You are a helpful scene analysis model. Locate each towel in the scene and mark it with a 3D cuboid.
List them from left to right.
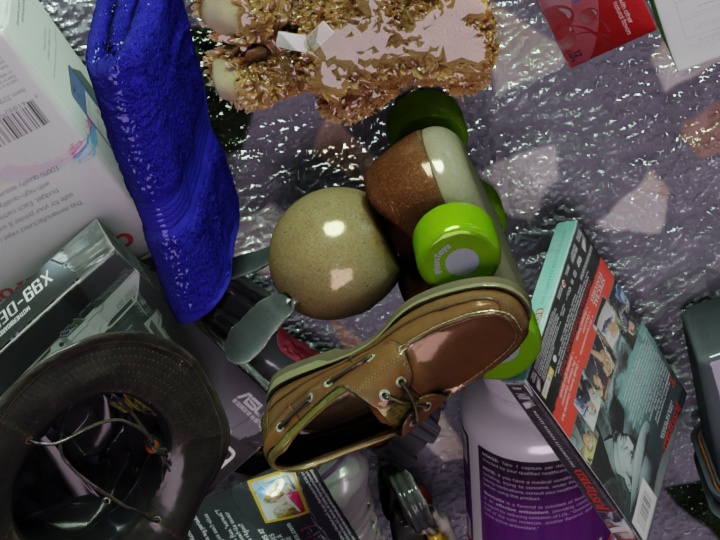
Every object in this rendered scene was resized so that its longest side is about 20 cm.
[{"bbox_3d":[-0.120,-0.085,1.312,0.049,0.148,0.200,-11,126,7],"label":"towel"}]

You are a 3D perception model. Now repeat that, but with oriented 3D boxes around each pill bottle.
[{"bbox_3d":[0.132,0.138,1.538,0.112,0.113,0.200,-6,128,-2],"label":"pill bottle"}]

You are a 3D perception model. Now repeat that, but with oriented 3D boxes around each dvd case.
[{"bbox_3d":[0.170,0.084,1.458,0.022,0.146,0.200,-8,136,35],"label":"dvd case"}]

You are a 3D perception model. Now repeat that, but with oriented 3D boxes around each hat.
[{"bbox_3d":[-0.185,0.121,1.307,0.200,0.081,0.201,-17,119,-33],"label":"hat"}]

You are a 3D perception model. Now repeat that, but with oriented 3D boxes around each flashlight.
[{"bbox_3d":[-0.030,0.068,1.500,0.200,0.068,0.068,36,113,-23],"label":"flashlight"}]

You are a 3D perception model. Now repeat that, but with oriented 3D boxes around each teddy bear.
[{"bbox_3d":[-0.011,-0.156,1.336,0.200,0.067,0.145,-17,118,15],"label":"teddy bear"}]

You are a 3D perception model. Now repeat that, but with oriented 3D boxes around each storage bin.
[{"bbox_3d":[0.331,0.082,1.512,0.200,0.146,0.134,-18,117,7],"label":"storage bin"}]

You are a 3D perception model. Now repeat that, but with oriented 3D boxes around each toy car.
[{"bbox_3d":[0.000,0.000,1.380,0.200,0.164,0.158,-21,127,8],"label":"toy car"}]

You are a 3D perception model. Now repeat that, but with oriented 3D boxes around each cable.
[{"bbox_3d":[0.044,0.170,1.538,0.050,0.097,0.200,-19,157,-7],"label":"cable"}]

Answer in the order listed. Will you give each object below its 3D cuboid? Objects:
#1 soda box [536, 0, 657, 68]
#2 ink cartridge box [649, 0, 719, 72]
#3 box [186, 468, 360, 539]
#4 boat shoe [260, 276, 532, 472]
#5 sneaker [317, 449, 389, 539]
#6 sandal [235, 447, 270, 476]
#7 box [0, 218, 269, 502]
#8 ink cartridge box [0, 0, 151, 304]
[{"bbox_3d":[0.116,-0.228,1.281,0.063,0.070,0.200,-24,126,11],"label":"soda box"},{"bbox_3d":[0.217,-0.233,1.296,0.104,0.059,0.200,-19,127,8],"label":"ink cartridge box"},{"bbox_3d":[-0.047,0.252,1.444,0.115,0.132,0.200,-25,140,-12],"label":"box"},{"bbox_3d":[0.024,0.074,1.304,0.200,0.068,0.072,-30,120,28],"label":"boat shoe"},{"bbox_3d":[-0.005,0.196,1.557,0.100,0.075,0.200,30,150,10],"label":"sneaker"},{"bbox_3d":[-0.108,0.107,1.527,0.201,0.057,0.080,22,118,-39],"label":"sandal"},{"bbox_3d":[-0.166,0.085,1.376,0.158,0.050,0.200,-41,126,2],"label":"box"},{"bbox_3d":[-0.236,-0.076,1.347,0.145,0.088,0.200,-25,126,13],"label":"ink cartridge box"}]
